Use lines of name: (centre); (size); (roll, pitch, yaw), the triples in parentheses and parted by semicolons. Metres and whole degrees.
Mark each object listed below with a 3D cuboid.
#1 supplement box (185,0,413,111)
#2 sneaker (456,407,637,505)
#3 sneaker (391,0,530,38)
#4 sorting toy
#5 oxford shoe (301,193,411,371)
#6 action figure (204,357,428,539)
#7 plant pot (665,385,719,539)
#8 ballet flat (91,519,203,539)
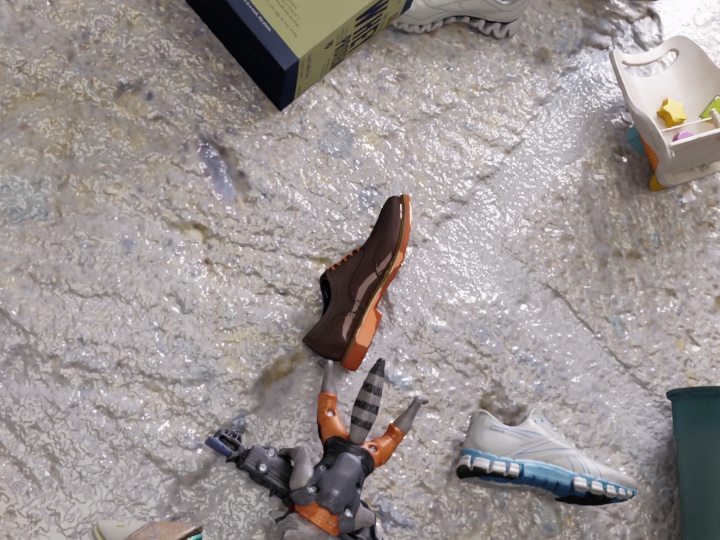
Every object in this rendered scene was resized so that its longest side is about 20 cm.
supplement box: (-0.070, -0.323, 1.082); (0.199, 0.134, 0.200); (-40, 88, -11)
sneaker: (0.200, 0.190, 1.056); (0.198, 0.075, 0.087); (16, 63, -12)
sneaker: (0.110, -0.327, 1.193); (0.198, 0.081, 0.076); (-3, 75, -17)
sorting toy: (0.388, -0.207, 1.237); (0.198, 0.107, 0.181); (-16, 70, -21)
oxford shoe: (0.000, 0.000, 1.056); (0.072, 0.071, 0.201); (22, 67, -4)
action figure: (-0.042, 0.173, 0.968); (0.199, 0.105, 0.195); (26, 61, -7)
plant pot: (0.415, 0.232, 1.054); (0.198, 0.200, 0.198); (10, 78, -14)
ballet flat: (-0.235, 0.263, 0.896); (0.199, 0.068, 0.067); (-31, 76, -26)
